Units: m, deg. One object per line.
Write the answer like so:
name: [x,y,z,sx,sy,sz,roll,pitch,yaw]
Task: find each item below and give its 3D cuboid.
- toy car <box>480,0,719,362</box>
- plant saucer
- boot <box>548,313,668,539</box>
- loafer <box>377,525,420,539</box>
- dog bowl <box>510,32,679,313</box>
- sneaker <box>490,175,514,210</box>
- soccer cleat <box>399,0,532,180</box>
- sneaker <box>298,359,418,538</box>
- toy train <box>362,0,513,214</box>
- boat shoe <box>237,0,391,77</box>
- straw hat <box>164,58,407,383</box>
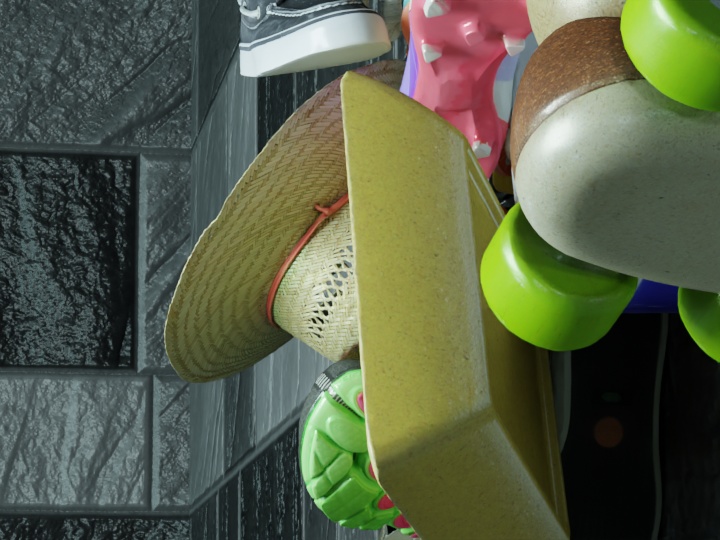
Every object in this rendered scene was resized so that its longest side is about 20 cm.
toy car: [0.123,-0.093,0.818,0.165,0.157,0.201,118,154,-49]
plant saucer: [0.049,0.036,1.012,0.200,0.048,0.201,56,-155,-55]
boot: [0.102,0.092,1.150,0.144,0.072,0.201,-177,97,-80]
loafer: [0.040,0.196,1.485,0.200,0.075,0.070,145,137,-71]
dog bowl: [0.128,-0.081,1.002,0.200,0.078,0.201,-179,90,-80]
sneaker: [0.079,-0.088,1.331,0.090,0.070,0.201,-76,-7,-67]
soccer cleat: [0.051,-0.117,1.042,0.200,0.066,0.077,100,171,-51]
sneaker: [0.009,0.078,1.104,0.084,0.077,0.200,59,-175,22]
toy train: [0.047,-0.076,1.248,0.150,0.055,0.201,-25,83,44]
boat shoe: [-0.033,-0.148,1.287,0.200,0.071,0.068,-160,61,-78]
straw hat: [0.000,0.000,1.152,0.085,0.201,0.202,37,139,23]
